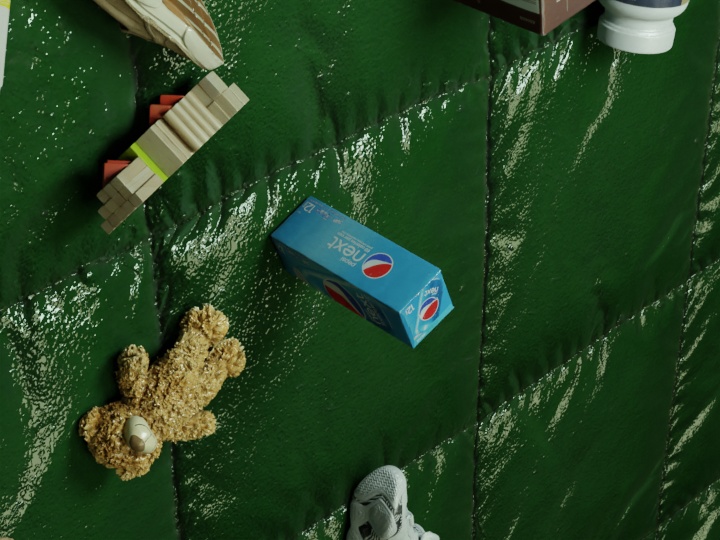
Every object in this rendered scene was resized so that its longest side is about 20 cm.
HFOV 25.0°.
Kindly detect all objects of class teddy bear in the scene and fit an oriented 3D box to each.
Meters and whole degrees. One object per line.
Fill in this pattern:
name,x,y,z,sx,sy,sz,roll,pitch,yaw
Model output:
teddy bear,-0.195,0.127,1.678,0.200,0.067,0.146,-32,132,-34

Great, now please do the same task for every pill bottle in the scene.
pill bottle,0.345,-0.370,1.949,0.115,0.115,0.201,-22,129,-40

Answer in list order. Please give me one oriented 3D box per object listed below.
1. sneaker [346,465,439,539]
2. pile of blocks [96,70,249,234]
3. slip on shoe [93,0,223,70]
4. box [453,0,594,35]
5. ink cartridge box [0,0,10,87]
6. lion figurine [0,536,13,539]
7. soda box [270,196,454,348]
sneaker,0.044,0.322,2.079,0.115,0.075,0.201,-18,131,-43
pile of blocks,-0.192,-0.122,1.543,0.062,0.082,0.200,47,58,-7
slip on shoe,-0.191,-0.236,1.462,0.060,0.076,0.200,-23,155,16
box,0.192,-0.382,1.722,0.200,0.164,0.167,-36,136,-30
ink cartridge box,-0.344,-0.206,1.291,0.117,0.067,0.201,-12,121,-46
lion figurine,-0.332,0.327,1.658,0.200,0.072,0.123,11,92,-66
soda box,0.000,0.000,1.713,0.068,0.200,0.064,-44,140,-19
